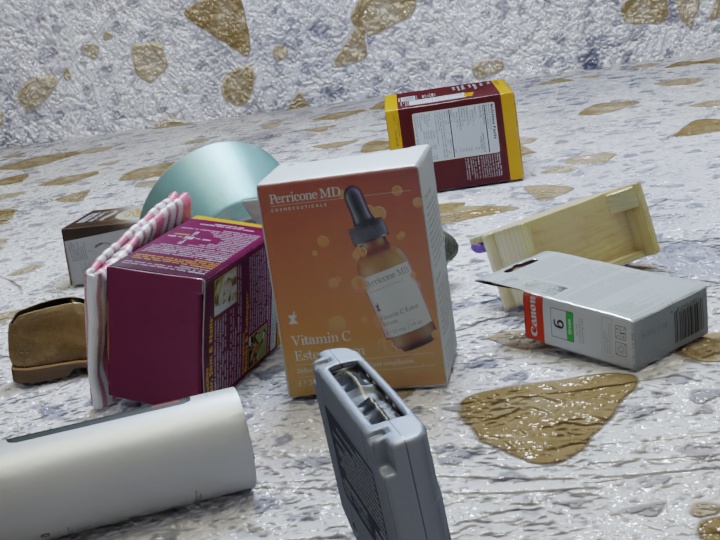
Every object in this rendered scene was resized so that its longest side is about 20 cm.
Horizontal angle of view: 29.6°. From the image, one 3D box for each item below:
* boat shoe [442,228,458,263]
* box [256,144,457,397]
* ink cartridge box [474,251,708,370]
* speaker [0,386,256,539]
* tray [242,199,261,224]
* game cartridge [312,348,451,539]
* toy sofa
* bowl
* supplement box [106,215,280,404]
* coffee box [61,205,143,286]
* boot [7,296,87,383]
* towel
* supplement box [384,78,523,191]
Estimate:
[{"bbox_3d":[0.019,-0.013,1.574,0.200,0.073,0.060,-13,-19,32],"label":"boat shoe"},{"bbox_3d":[0.000,0.000,1.252,0.150,0.203,0.106,-6,14,11],"label":"box"},{"bbox_3d":[0.213,0.033,1.277,0.108,0.051,0.199,-20,22,-36],"label":"ink cartridge box"},{"bbox_3d":[-0.179,0.149,1.030,0.197,0.082,0.081,-12,14,-13],"label":"speaker"},{"bbox_3d":[-0.031,-0.012,1.429,0.107,0.199,0.022,2,58,55],"label":"tray"},{"bbox_3d":[0.015,0.135,0.846,0.040,0.135,0.200,-11,14,-11],"label":"game cartridge"},{"bbox_3d":[0.218,-0.026,1.460,0.198,0.084,0.097,-19,2,-37],"label":"toy sofa"},{"bbox_3d":[-0.144,-0.034,1.552,0.198,0.203,0.105,-15,35,-24],"label":"bowl"},{"bbox_3d":[-0.155,0.037,1.318,0.102,0.133,0.200,8,17,16],"label":"supplement box"},{"bbox_3d":[-0.285,-0.040,1.830,0.197,0.081,0.114,-5,14,14],"label":"coffee box"},{"bbox_3d":[-0.272,0.062,1.437,0.197,0.077,0.074,-10,9,-17],"label":"boot"},{"bbox_3d":[-0.213,0.026,1.341,0.029,0.148,0.200,10,29,16],"label":"towel"},{"bbox_3d":[0.144,-0.212,2.138,0.197,0.135,0.197,-8,14,3],"label":"supplement box"}]
